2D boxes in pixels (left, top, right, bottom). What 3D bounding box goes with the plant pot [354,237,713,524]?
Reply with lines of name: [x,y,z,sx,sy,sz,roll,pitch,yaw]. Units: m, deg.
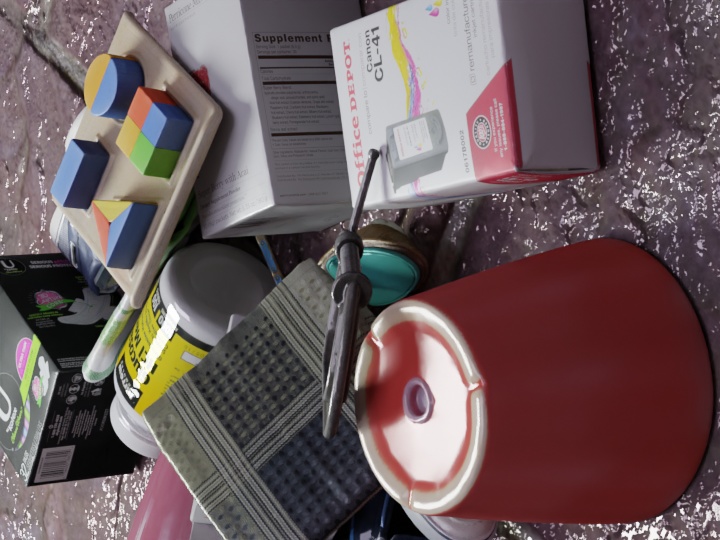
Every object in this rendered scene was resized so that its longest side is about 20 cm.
plant pot: [0.106,0.082,1.254,0.200,0.177,0.201,8,100,54]

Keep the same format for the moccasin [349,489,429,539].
moccasin: [0.031,0.211,1.456,0.068,0.080,0.200,-12,85,50]

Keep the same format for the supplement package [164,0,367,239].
supplement package: [-0.068,-0.137,1.517,0.121,0.120,0.200,-22,76,54]

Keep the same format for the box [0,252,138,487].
box: [-0.306,0.095,1.869,0.200,0.124,0.149,48,129,41]

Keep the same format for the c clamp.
c clamp: [-0.013,0.021,1.303,0.200,0.027,0.171,-92,14,-70]

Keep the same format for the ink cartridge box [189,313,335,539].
ink cartridge box: [-0.067,0.147,1.479,0.068,0.116,0.200,113,167,-66]

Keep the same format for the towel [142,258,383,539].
towel: [-0.050,0.111,1.401,0.193,0.035,0.200,-43,53,4]

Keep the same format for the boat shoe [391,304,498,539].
boat shoe: [0.059,0.110,1.405,0.086,0.075,0.202,111,146,-56]

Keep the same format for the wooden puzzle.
wooden puzzle: [-0.199,-0.096,1.541,0.200,0.046,0.185,50,123,46]

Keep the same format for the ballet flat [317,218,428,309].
ballet flat: [0.000,0.000,1.486,0.068,0.072,0.200,38,145,-9]

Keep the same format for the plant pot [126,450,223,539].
plant pot: [-0.108,0.218,1.571,0.200,0.200,0.179,-2,76,54]

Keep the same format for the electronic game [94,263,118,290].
electronic game: [-0.182,-0.071,1.660,0.200,0.042,0.200,-58,6,10]

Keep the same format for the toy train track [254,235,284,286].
toy train track: [-0.071,-0.025,1.599,0.115,0.033,0.200,61,-175,-79]

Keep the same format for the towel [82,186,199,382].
towel: [-0.184,0.002,1.703,0.031,0.149,0.200,32,130,-4]

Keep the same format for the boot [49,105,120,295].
boot: [-0.245,-0.072,1.825,0.090,0.073,0.200,50,140,29]

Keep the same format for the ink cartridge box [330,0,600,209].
ink cartridge box: [0.073,-0.127,1.353,0.200,0.086,0.148,-11,85,53]

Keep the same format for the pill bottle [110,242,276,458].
pill bottle: [-0.154,0.077,1.665,0.112,0.112,0.200,61,139,30]
